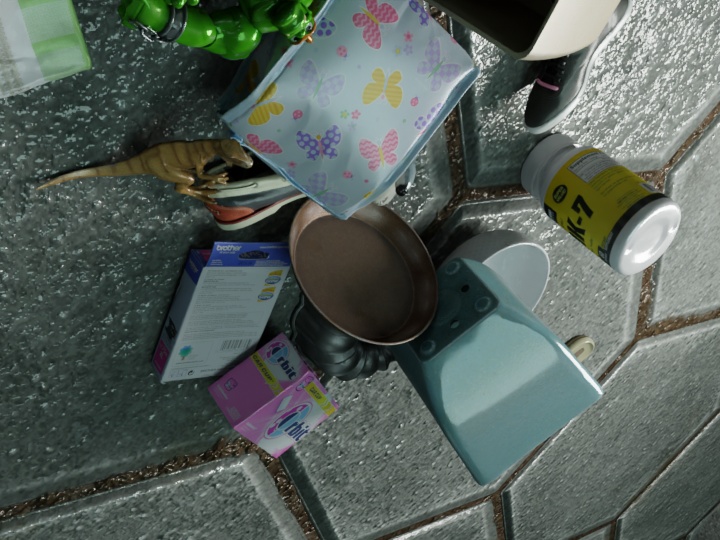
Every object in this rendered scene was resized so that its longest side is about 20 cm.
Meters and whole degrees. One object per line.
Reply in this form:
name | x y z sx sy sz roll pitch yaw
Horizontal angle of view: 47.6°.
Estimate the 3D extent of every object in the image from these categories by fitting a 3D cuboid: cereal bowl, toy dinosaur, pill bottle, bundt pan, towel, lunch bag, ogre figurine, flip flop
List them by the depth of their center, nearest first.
towel | -0.316 -0.186 0.616 0.199 0.031 0.150 -24 139 -21
ogre figurine | -0.081 -0.240 0.646 0.200 0.098 0.120 -53 152 4
toy dinosaur | -0.188 -0.102 0.770 0.199 0.061 0.106 -9 164 18
lunch bag | -0.020 -0.172 0.772 0.169 0.127 0.200 35 93 -27
bundt pan | 0.010 0.069 1.089 0.201 0.076 0.203 -23 138 -22
pill bottle | 0.315 -0.095 1.092 0.114 0.200 0.115 -23 137 -23
cereal bowl | 0.171 0.021 1.172 0.199 0.083 0.201 -22 137 -22
flip flop | 0.370 0.206 1.531 0.200 0.058 0.081 -42 141 0

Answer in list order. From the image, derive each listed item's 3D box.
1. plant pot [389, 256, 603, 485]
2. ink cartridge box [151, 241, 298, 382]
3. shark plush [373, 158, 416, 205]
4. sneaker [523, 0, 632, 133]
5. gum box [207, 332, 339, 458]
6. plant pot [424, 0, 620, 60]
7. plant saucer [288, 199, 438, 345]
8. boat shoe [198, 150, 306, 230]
plant pot | 0.143 0.103 1.019 0.196 0.196 0.200 -38 128 3
ink cartridge box | -0.159 0.040 0.949 0.119 0.042 0.201 -1 129 -41
shark plush | 0.052 -0.171 0.941 0.083 0.090 0.201 11 98 -67
sneaker | 0.239 -0.267 0.978 0.099 0.071 0.201 21 105 -46
gum box | -0.105 0.169 1.061 0.113 0.066 0.200 -37 156 -6
plant pot | 0.174 -0.321 0.785 0.177 0.200 0.201 -2 128 -52
plant saucer | 0.000 0.000 0.942 0.199 0.201 0.034 -4 154 -38
boat shoe | -0.075 -0.115 0.857 0.199 0.071 0.063 -29 137 -9
